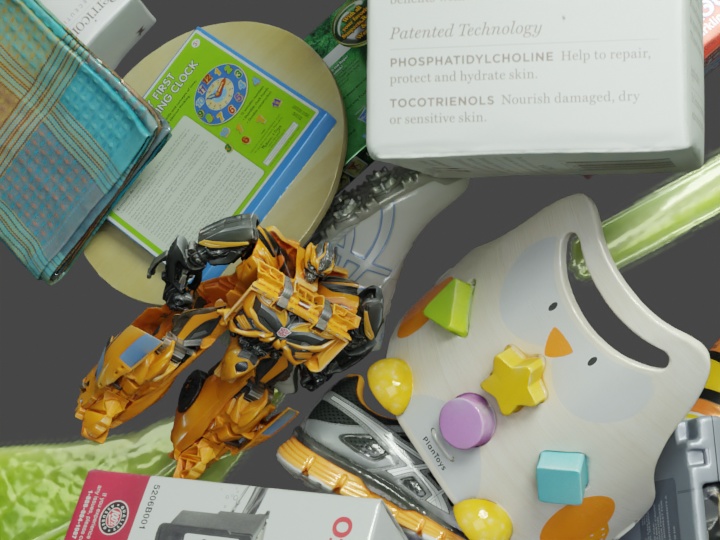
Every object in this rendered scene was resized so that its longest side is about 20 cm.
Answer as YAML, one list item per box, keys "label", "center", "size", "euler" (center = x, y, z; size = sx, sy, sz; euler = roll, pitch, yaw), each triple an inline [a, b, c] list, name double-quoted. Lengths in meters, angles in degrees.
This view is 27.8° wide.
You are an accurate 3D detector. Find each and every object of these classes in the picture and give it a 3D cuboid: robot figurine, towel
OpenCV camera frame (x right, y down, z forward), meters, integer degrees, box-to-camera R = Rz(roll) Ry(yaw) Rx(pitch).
- label: "robot figurine"
  center: [-0.079, 0.050, 0.879]
  size: [0.145, 0.058, 0.200]
  euler: [30, 129, -25]
- label: "towel"
  center: [-0.229, -0.105, 0.923]
  size: [0.200, 0.022, 0.147]
  euler: [44, 116, 6]

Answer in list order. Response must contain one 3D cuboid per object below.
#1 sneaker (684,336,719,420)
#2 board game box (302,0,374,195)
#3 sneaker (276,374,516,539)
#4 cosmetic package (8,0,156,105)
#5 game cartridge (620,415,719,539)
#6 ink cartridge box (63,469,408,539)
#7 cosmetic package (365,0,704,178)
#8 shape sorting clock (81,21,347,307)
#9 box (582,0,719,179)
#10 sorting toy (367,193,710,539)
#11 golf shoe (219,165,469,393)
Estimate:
- label: "sneaker"
  center: [0.300, 0.104, 0.907]
  size: [0.200, 0.070, 0.090]
  euler: [24, 77, 3]
- label: "board game box"
  center: [0.019, -0.143, 0.954]
  size: [0.200, 0.023, 0.105]
  euler: [-42, 59, -1]
- label: "sneaker"
  center: [0.048, 0.136, 0.918]
  size: [0.200, 0.078, 0.077]
  euler: [28, 75, 4]
- label: "cosmetic package"
  center: [-0.246, -0.204, 0.973]
  size: [0.200, 0.071, 0.101]
  euler: [42, 88, 6]
- label: "game cartridge"
  center: [0.194, 0.194, 0.869]
  size: [0.040, 0.133, 0.201]
  euler: [0, 78, -13]
- label: "ink cartridge box"
  center: [-0.081, 0.206, 0.863]
  size: [0.199, 0.083, 0.146]
  euler: [2, 56, 21]
- label: "cosmetic package"
  center: [0.102, -0.156, 0.797]
  size: [0.166, 0.167, 0.201]
  euler: [0, 89, 16]
- label: "shape sorting clock"
  center: [-0.099, -0.070, 0.938]
  size: [0.199, 0.039, 0.201]
  euler: [-7, 69, 19]
- label: "box"
  center: [0.188, -0.165, 0.928]
  size: [0.200, 0.095, 0.100]
  euler: [-42, 82, -1]
- label: "sorting toy"
  center: [0.111, 0.054, 0.849]
  size: [0.200, 0.107, 0.180]
  euler: [55, 130, 17]
- label: "golf shoe"
  center: [0.000, 0.000, 0.946]
  size: [0.200, 0.078, 0.097]
  euler: [-34, 100, 5]
